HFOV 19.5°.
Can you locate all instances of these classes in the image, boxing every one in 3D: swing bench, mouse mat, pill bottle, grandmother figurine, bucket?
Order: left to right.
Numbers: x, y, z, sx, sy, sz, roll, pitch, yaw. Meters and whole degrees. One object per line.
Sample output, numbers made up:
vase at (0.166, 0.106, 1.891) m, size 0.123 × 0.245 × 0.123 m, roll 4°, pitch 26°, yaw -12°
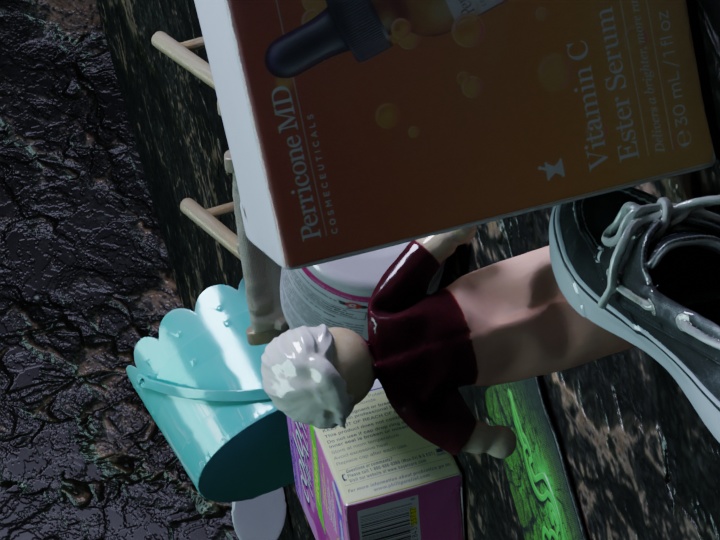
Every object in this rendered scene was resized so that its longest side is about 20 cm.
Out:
bucket at (-0.097, 0.108, 1.920) m, size 0.135 × 0.206 × 0.207 m, roll 60°, pitch 164°, yaw 25°
swing bench at (-0.074, -0.083, 1.746) m, size 0.200 × 0.129 × 0.200 m, roll -122°, pitch 21°, yaw -44°
pill bottle at (0.000, 0.000, 1.482) m, size 0.200 × 0.113 × 0.114 m, roll 102°, pitch 152°, yaw -66°
grandmother figurine at (0.049, 0.035, 1.031) m, size 0.061 × 0.199 × 0.122 m, roll 129°, pitch 126°, yaw -77°
mouse mat at (0.120, 0.159, 1.351) m, size 0.161 × 0.007 × 0.201 m, roll 122°, pitch 132°, yaw -76°

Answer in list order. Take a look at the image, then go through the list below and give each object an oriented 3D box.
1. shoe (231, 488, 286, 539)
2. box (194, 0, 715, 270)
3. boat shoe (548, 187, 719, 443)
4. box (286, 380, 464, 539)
shoe at (-0.142, 0.256, 2.709) m, size 0.091 × 0.071 × 0.201 m, roll -133°, pitch 36°, yaw -72°
box at (0.036, -0.101, 0.923) m, size 0.106 × 0.199 × 0.153 m, roll -146°, pitch 43°, yaw -75°
boat shoe at (0.134, 0.002, 0.878) m, size 0.200 × 0.073 × 0.068 m, roll -119°, pitch 14°, yaw -54°
box at (0.010, 0.172, 1.702) m, size 0.200 × 0.096 × 0.177 m, roll -115°, pitch 15°, yaw -48°
